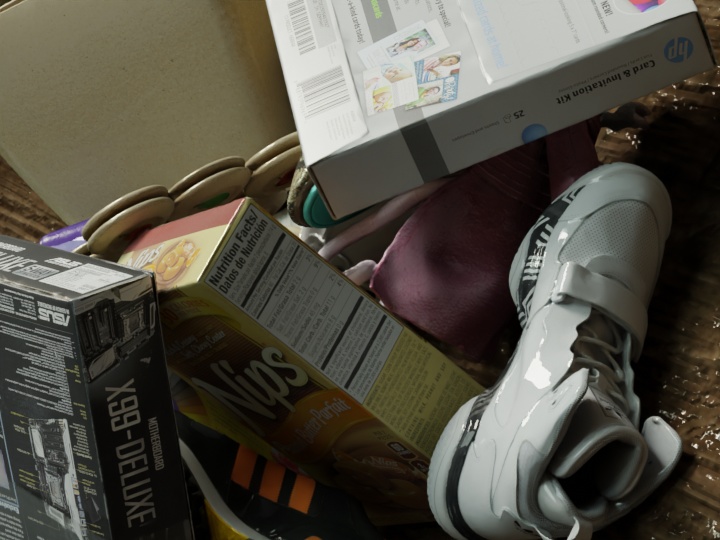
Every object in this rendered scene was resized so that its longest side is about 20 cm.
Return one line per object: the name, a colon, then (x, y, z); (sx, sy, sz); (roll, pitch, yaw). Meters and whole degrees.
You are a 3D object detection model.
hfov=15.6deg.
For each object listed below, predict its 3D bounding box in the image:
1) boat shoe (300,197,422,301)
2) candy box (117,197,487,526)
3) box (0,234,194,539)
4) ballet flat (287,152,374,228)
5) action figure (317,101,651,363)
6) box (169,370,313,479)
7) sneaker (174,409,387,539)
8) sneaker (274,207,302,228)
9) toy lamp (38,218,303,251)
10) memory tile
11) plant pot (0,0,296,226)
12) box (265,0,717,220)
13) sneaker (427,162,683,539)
boat shoe: (0.000, 0.000, 1.472); (0.200, 0.073, 0.067); (109, 165, -54)
candy box: (-0.022, 0.050, 1.306); (0.115, 0.200, 0.055); (-14, 42, 57)
box: (-0.167, 0.067, 1.321); (0.050, 0.158, 0.200); (-20, 20, -36)
ballet flat: (0.033, -0.094, 1.379); (0.200, 0.068, 0.075); (-32, 57, -13)
action figure: (0.077, -0.053, 1.346); (0.200, 0.149, 0.134); (-61, 14, 17)
box: (-0.086, 0.131, 1.424); (0.048, 0.117, 0.200); (-36, 28, 35)
sneaker: (-0.045, 0.128, 1.318); (0.200, 0.090, 0.070); (37, 124, 39)
sneaker: (-0.077, 0.010, 1.623); (0.200, 0.081, 0.077); (-44, 23, 18)
toy lamp: (-0.093, -0.011, 1.565); (0.200, 0.058, 0.058); (-5, 41, 12)
memory tile: (-0.111, -0.007, 1.420); (0.153, 0.017, 0.200); (-22, -15, -35)
plant pot: (-0.122, -0.119, 1.665); (0.200, 0.177, 0.200); (-22, 11, 19)
box: (0.060, -0.120, 1.311); (0.200, 0.041, 0.156); (-23, 39, 6)
sneaker: (0.111, 0.043, 1.227); (0.200, 0.075, 0.115); (-63, 25, -9)
